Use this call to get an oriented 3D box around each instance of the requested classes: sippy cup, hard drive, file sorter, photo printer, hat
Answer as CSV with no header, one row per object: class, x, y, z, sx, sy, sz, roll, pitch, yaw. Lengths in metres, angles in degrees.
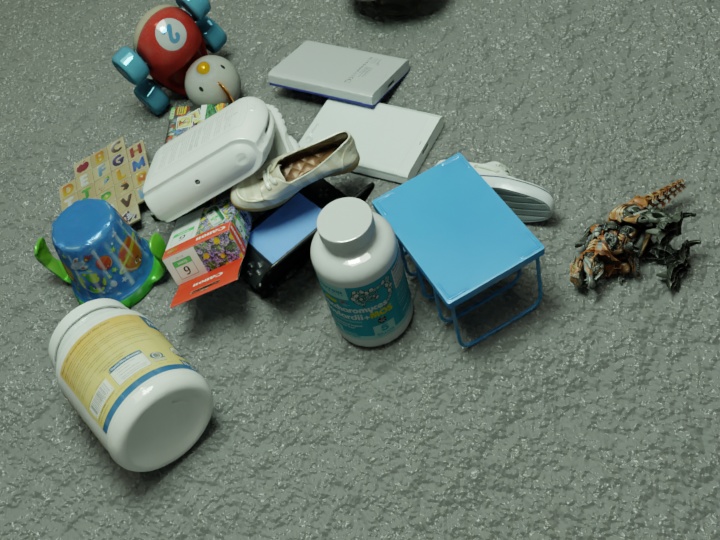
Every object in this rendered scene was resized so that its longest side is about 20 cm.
sippy cup,-0.378,-0.029,1.311,0.176,0.131,0.140,-29,51,-8
hard drive,-0.036,-0.329,1.499,0.198,0.026,0.132,17,45,25
file sorter,0.128,-0.023,1.179,0.138,0.123,0.201,-28,52,-8
hard drive,0.014,-0.208,1.412,0.198,0.026,0.133,17,59,24
photo printer,-0.213,-0.170,1.318,0.198,0.070,0.167,-28,29,14
hat,0.061,-0.493,1.584,0.197,0.082,0.202,-9,43,9

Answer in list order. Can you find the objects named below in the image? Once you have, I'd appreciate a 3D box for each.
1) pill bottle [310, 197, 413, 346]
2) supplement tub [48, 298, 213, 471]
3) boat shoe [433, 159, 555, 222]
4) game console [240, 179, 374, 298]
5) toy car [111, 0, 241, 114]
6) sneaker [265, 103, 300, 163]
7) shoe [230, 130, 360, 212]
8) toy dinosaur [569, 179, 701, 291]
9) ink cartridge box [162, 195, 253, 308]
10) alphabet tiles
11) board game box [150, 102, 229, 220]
pill bottle,0.000,0.000,1.144,0.109,0.201,0.112,-7,51,9
supplement tub,-0.296,0.141,1.151,0.144,0.145,0.199,-40,54,-17
boat shoe,0.182,-0.124,1.272,0.198,0.074,0.067,14,60,25
game console,-0.094,-0.069,1.276,0.199,0.117,0.175,-40,54,-17
toy car,-0.267,-0.332,1.501,0.199,0.177,0.185,37,79,21
sneaker,-0.148,-0.193,1.394,0.081,0.075,0.200,-20,39,-13
shoe,-0.096,-0.145,1.287,0.198,0.054,0.070,-24,64,-9
toy dinosaur,0.354,-0.050,1.166,0.135,0.102,0.202,26,84,48
ink cartridge box,-0.216,-0.032,1.265,0.108,0.051,0.201,-23,25,10
alphabet tiles,-0.410,-0.128,1.456,0.165,0.006,0.201,-28,51,6
board game box,-0.267,-0.174,1.438,0.103,0.024,0.203,-2,65,13
